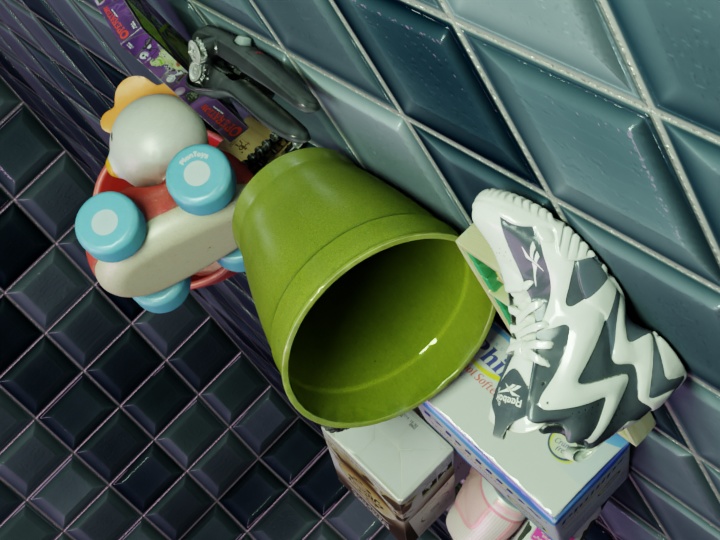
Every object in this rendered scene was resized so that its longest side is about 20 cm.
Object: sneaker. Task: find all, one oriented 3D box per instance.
[{"bbox_3d":[0.010,0.070,1.377,0.088,0.200,0.076,45,139,7],"label":"sneaker"},{"bbox_3d":[0.138,0.231,1.580,0.075,0.105,0.200,30,-155,-4],"label":"sneaker"},{"bbox_3d":[0.120,0.050,1.036,0.199,0.130,0.079,48,169,-18],"label":"sneaker"}]

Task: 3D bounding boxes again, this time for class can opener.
[{"bbox_3d":[-0.090,-0.163,1.270,0.200,0.078,0.064,36,124,53],"label":"can opener"}]

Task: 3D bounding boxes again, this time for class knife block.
[{"bbox_3d":[-0.067,-0.073,1.507,0.175,0.064,0.200,39,168,36],"label":"knife block"}]

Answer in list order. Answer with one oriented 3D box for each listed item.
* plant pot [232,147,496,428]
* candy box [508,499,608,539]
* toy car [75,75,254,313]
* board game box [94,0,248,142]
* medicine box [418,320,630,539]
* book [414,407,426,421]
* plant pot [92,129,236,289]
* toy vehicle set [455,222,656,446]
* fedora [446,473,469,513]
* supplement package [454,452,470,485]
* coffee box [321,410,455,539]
[{"bbox_3d":[-0.015,-0.003,1.283,0.193,0.200,0.201,53,178,43],"label":"plant pot"},{"bbox_3d":[0.185,0.291,1.553,0.061,0.200,0.136,32,168,7],"label":"candy box"},{"bbox_3d":[-0.200,-0.092,1.423,0.200,0.176,0.184,62,180,22],"label":"toy car"},{"bbox_3d":[-0.183,-0.205,1.374,0.120,0.032,0.200,61,-170,31],"label":"board game box"},{"bbox_3d":[0.152,0.152,1.393,0.182,0.103,0.200,42,174,18],"label":"medicine box"},{"bbox_3d":[0.043,0.103,1.533,0.133,0.048,0.200,11,151,4],"label":"book"},{"bbox_3d":[-0.202,-0.065,1.794,0.200,0.200,0.177,43,-179,9],"label":"plant pot"},{"bbox_3d":[0.159,0.052,1.193,0.124,0.027,0.200,36,167,43],"label":"toy vehicle set"},{"bbox_3d":[0.152,0.261,1.919,0.177,0.090,0.200,41,164,11],"label":"fedora"},{"bbox_3d":[0.062,0.148,1.738,0.117,0.117,0.200,52,169,-35],"label":"supplement package"},{"bbox_3d":[0.033,0.202,1.541,0.113,0.080,0.200,42,166,19],"label":"coffee box"}]
